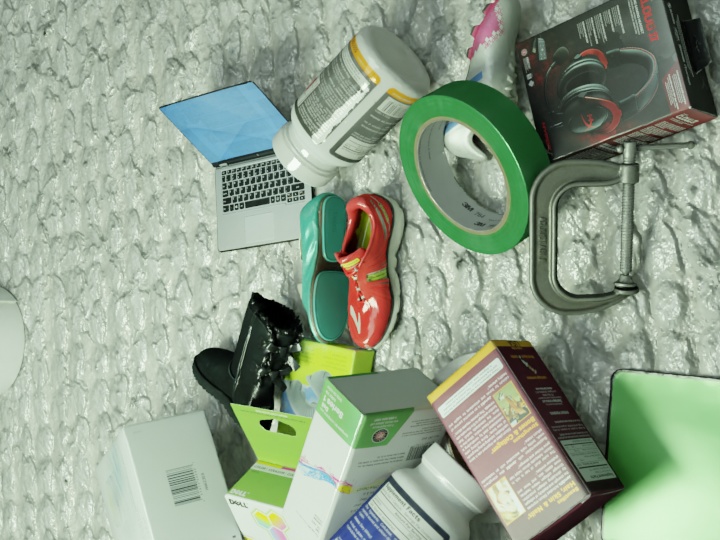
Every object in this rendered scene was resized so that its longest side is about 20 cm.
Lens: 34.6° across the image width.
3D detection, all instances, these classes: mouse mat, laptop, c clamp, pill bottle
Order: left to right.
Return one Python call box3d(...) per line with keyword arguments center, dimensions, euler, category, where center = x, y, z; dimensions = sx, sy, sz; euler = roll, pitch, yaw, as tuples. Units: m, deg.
box3d(center=(-0.171, -0.137, 1.593), dimensions=(0.187, 0.116, 0.200), euler=(-7, 83, 39), category="laptop")
box3d(center=(-0.016, -0.205, 1.469), dimensions=(0.200, 0.116, 0.116), euler=(-43, 63, 29), category="pill bottle")
box3d(center=(0.051, 0.297, 1.302), dimensions=(0.200, 0.116, 0.116), euler=(-45, 57, -3), category="pill bottle")
box3d(center=(0.264, -0.045, 1.245), dimensions=(0.171, 0.027, 0.200), euler=(4, 104, -2), category="c clamp")
box3d(center=(0.333, 0.210, 1.230), dimensions=(0.161, 0.008, 0.200), euler=(4, 89, 39), category="mouse mat")

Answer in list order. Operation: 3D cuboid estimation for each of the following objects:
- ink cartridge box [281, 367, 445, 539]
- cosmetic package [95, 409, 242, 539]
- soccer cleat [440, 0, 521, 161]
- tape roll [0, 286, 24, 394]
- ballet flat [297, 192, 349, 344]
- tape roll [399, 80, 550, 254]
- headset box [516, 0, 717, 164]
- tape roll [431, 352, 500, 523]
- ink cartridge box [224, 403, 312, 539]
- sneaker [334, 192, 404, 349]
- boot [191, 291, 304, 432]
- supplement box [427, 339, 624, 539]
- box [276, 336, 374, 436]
box3d(center=(0.008, 0.224, 1.362), dimensions=(0.084, 0.145, 0.200), euler=(40, 121, 42), category="ink cartridge box")
box3d(center=(-0.271, 0.326, 1.599), dimensions=(0.200, 0.123, 0.200), euler=(-50, 55, 57), category="cosmetic package")
box3d(center=(0.161, -0.224, 1.366), dimensions=(0.086, 0.070, 0.200), euler=(31, 112, 25), category="soccer cleat")
box3d(center=(-0.672, 0.122, 2.015), dimensions=(0.202, 0.071, 0.203), euler=(-3, 85, 40), category="tape roll")
box3d(center=(-0.052, -0.001, 1.526), dimensions=(0.070, 0.067, 0.200), euler=(-9, 79, 54), category="ballet flat")
box3d(center=(0.130, -0.117, 1.324), dimensions=(0.200, 0.048, 0.201), euler=(35, 143, 32), category="tape roll")
box3d(center=(0.284, -0.211, 1.251), dimensions=(0.200, 0.075, 0.149), euler=(-19, 76, 37), category="headset box")
box3d(center=(0.154, 0.196, 1.358), dimensions=(0.203, 0.037, 0.203), euler=(-2, 87, 39), category="tape roll")
box3d(center=(-0.102, 0.276, 1.474), dimensions=(0.148, 0.076, 0.200), euler=(5, 126, 39), category="ink cartridge box")
box3d(center=(0.000, 0.000, 1.464), dimensions=(0.077, 0.085, 0.200), euler=(1, 88, 40), category="sneaker")
box3d(center=(-0.153, 0.107, 1.563), dimensions=(0.198, 0.073, 0.163), euler=(41, 122, 48), category="boot")
box3d(center=(0.178, 0.186, 1.260), dimensions=(0.110, 0.086, 0.200), euler=(-45, 61, 28), category="supplement box")
box3d(center=(-0.051, 0.194, 1.519), dimensions=(0.122, 0.048, 0.200), euler=(9, 92, 40), category="box")
